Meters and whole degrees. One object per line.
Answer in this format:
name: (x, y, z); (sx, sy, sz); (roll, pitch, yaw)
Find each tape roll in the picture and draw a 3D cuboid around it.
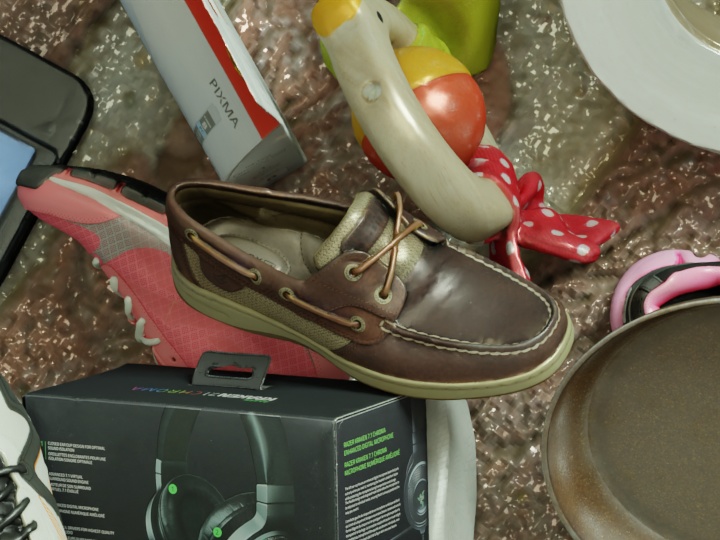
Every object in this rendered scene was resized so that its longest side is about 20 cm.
tape roll: (0.191, -0.159, 1.143); (0.202, 0.071, 0.203); (1, 110, 3)

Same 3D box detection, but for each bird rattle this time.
bird rattle: (0.034, -0.062, 1.150); (0.112, 0.163, 0.201); (-24, 74, 21)

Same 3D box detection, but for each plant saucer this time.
plant saucer: (0.186, 0.086, 1.134); (0.200, 0.032, 0.201); (6, 126, 8)

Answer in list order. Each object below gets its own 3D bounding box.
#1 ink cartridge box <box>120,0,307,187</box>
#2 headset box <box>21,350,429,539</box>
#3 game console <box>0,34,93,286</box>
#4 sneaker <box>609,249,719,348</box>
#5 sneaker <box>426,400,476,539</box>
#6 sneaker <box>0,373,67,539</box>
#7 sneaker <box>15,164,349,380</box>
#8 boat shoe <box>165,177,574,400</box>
ink cartridge box: (-0.090, -0.122, 1.137); (0.047, 0.200, 0.160); (-29, 83, 2)
headset box: (-0.062, 0.139, 1.124); (0.174, 0.093, 0.201); (2, 98, 29)
game console: (-0.259, -0.049, 1.190); (0.176, 0.116, 0.200); (29, 89, 7)
sneaker: (0.221, 0.030, 1.151); (0.199, 0.095, 0.079); (5, 83, 5)
sneaker: (0.006, 0.152, 1.177); (0.088, 0.075, 0.201); (7, 87, 17)
sneaker: (-0.157, 0.122, 1.068); (0.074, 0.080, 0.201); (-21, 93, -23)
sneaker: (-0.092, 0.014, 1.189); (0.200, 0.074, 0.087); (27, 93, 3)
boat shoe: (0.000, 0.000, 1.089); (0.200, 0.072, 0.072); (18, 55, 21)
